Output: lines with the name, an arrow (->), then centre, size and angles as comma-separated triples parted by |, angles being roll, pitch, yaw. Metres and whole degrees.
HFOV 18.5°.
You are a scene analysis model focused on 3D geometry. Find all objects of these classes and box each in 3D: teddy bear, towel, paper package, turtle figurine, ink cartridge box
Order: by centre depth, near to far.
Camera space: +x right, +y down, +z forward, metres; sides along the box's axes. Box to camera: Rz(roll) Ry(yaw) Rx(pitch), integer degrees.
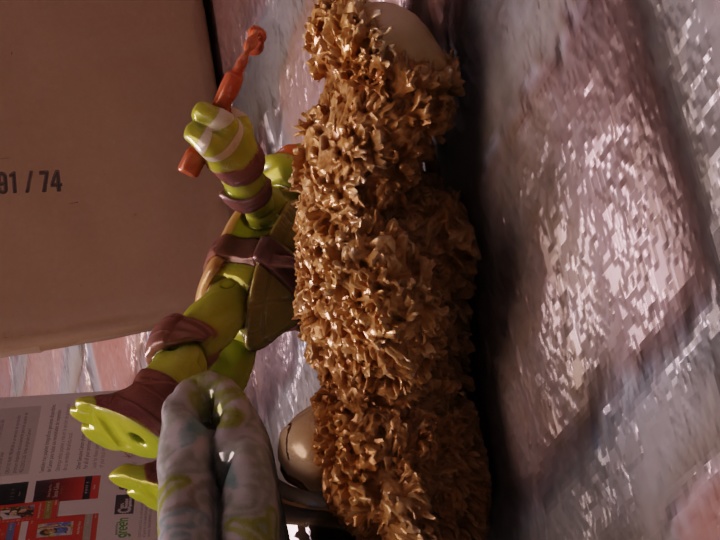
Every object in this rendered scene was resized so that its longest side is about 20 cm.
teddy bear -> 0.000, 0.000, 0.741 | 0.145, 0.067, 0.200 | -122, 29, -62
towel -> -0.036, 0.162, 0.751 | 0.200, 0.048, 0.171 | -97, 1, -47
turtle figurine -> -0.044, 0.013, 0.849 | 0.200, 0.064, 0.161 | 88, -155, -63
paper package -> -0.172, -0.054, 1.099 | 0.103, 0.200, 0.191 | 161, 100, -75
ink cartridge box -> -0.174, 0.142, 1.182 | 0.200, 0.175, 0.084 | -97, 5, -69

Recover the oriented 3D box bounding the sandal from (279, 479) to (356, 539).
sandal -> -0.009, 0.105, 0.866 | 0.200, 0.055, 0.082 | 5, 116, 60
